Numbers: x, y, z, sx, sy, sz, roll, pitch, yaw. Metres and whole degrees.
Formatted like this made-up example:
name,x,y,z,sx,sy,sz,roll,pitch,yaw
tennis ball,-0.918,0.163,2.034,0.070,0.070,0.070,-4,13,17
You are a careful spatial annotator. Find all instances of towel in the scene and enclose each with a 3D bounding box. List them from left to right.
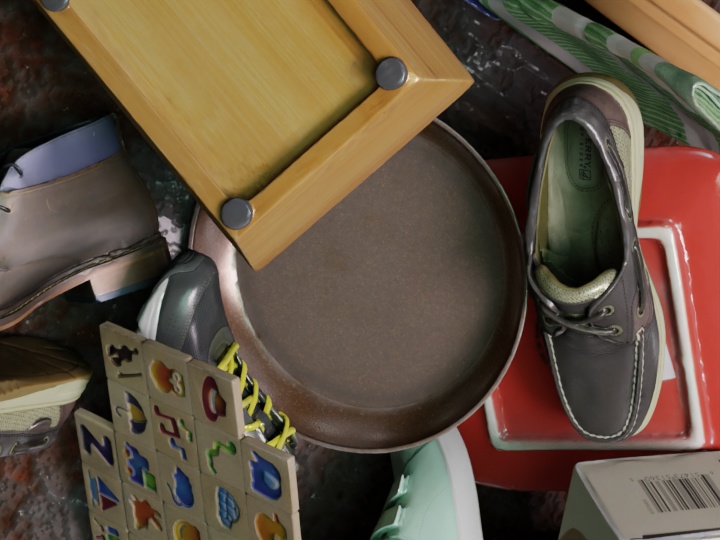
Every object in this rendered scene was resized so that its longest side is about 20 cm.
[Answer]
name,x,y,z,sx,sy,sz,roll,pitch,yaw
towel,0.161,-0.094,1.059,0.152,0.200,0.023,31,96,-38

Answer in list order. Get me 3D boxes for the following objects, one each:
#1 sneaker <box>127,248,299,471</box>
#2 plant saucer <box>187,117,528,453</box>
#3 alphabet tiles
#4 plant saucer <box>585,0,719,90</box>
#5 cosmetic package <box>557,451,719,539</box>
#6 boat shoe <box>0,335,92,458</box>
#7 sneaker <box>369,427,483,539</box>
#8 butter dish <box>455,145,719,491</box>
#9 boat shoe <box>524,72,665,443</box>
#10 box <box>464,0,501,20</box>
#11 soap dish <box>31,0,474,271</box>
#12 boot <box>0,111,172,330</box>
name,x,y,z,sx,sy,sz,roll,pitch,yaw
sneaker,-0.072,0.078,1.082,0.084,0.075,0.201,10,125,18
plant saucer,0.000,0.000,1.088,0.199,0.032,0.202,4,103,19
alphabet tiles,-0.092,0.128,1.050,0.008,0.167,0.201,-30,128,-40
plant saucer,0.184,-0.127,1.078,0.199,0.200,0.038,31,102,-22
cosmetic package,0.156,0.201,1.071,0.104,0.071,0.201,-4,123,-17
boat shoe,-0.221,0.081,1.024,0.199,0.073,0.065,-7,116,-49
sneaker,0.006,0.154,1.101,0.117,0.201,0.074,-3,139,-8
butter dish,0.149,0.015,1.135,0.198,0.148,0.201,-3,108,28
boat shoe,0.115,0.001,1.021,0.071,0.066,0.202,4,110,25
box,0.026,-0.237,1.087,0.199,0.032,0.122,29,93,-21
soap dish,-0.063,-0.123,1.014,0.157,0.081,0.200,-40,90,12
boot,-0.198,-0.018,1.038,0.199,0.075,0.098,-18,98,-35
